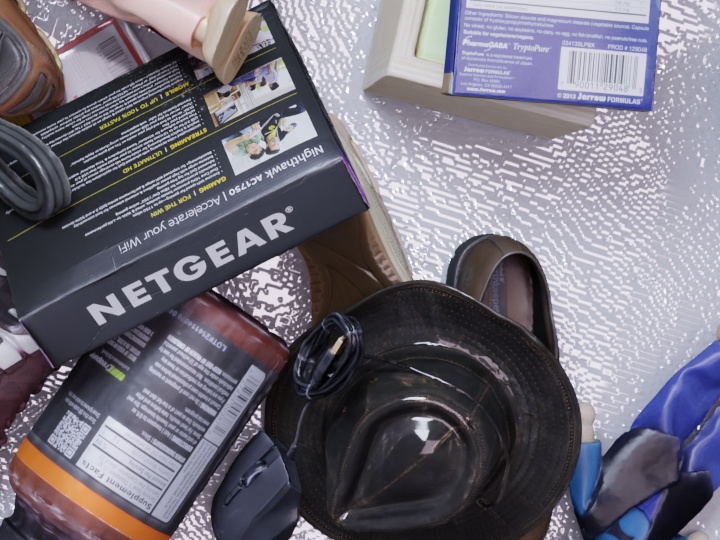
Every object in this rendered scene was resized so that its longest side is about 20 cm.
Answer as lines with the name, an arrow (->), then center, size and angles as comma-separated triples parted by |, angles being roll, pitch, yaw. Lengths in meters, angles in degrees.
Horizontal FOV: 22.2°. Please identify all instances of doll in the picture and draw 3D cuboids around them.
doll -> 0.184, 0.127, 1.154 | 0.136, 0.048, 0.200 | 42, 84, -17

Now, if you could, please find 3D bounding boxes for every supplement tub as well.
supplement tub -> -0.136, 0.100, 1.084 | 0.107, 0.107, 0.201 | 35, 86, -6

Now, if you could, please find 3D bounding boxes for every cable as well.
cable -> -0.235, -0.095, 1.042 | 0.199, 0.050, 0.098 | 17, 119, 29

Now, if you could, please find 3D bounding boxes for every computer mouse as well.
computer mouse -> -0.048, 0.101, 1.077 | 0.034, 0.059, 0.201 | 2, 129, -31

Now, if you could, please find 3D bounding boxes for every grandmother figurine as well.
grandmother figurine -> -0.153, -0.170, 1.025 | 0.199, 0.121, 0.061 | 27, 77, 9

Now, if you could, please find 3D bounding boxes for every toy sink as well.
toy sink -> 0.091, -0.195, 1.114 | 0.130, 0.112, 0.201 | 14, 87, -8

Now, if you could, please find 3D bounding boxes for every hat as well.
hat -> 0.028, 0.110, 1.078 | 0.199, 0.081, 0.202 | 6, 116, 12

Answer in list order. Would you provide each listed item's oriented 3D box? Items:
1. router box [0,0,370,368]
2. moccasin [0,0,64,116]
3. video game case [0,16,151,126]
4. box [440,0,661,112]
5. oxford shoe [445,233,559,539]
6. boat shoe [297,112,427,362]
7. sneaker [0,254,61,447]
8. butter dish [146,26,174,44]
router box -> -0.111, -0.052, 1.040 | 0.199, 0.150, 0.051 | -26, 137, 3
moccasin -> -0.248, -0.171, 1.087 | 0.201, 0.078, 0.074 | 41, 98, 14
video game case -> -0.194, -0.046, 1.121 | 0.199, 0.017, 0.143 | -32, 94, -7
box -> 0.115, -0.195, 1.045 | 0.120, 0.032, 0.201 | 4, 95, -8
oxford shoe -> 0.089, 0.079, 1.126 | 0.072, 0.084, 0.201 | -7, 93, -12
boat shoe -> 0.000, 0.000, 1.119 | 0.072, 0.065, 0.201 | -14, 109, 19
sneaker -> -0.217, 0.068, 1.085 | 0.200, 0.116, 0.076 | -35, 51, -27
butter dish -> -0.123, -0.257, 1.069 | 0.199, 0.200, 0.148 | 32, 63, -7
